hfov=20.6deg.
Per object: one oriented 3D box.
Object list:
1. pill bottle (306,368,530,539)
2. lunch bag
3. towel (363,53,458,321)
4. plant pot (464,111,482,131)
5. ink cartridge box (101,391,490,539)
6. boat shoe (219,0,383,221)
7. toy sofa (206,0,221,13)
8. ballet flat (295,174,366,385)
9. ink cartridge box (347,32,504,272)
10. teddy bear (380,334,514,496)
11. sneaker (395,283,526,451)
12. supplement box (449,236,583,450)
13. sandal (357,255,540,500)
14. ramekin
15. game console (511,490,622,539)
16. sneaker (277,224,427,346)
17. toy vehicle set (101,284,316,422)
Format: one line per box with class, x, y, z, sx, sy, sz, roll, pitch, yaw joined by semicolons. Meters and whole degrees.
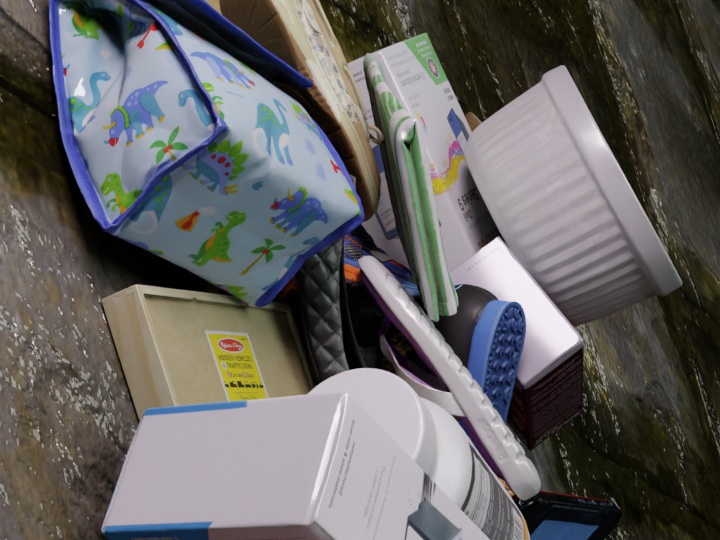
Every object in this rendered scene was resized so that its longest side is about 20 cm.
pill bottle;0.030;0.150;1.274;0.200;0.116;0.117;54;22;-51
lunch bag;-0.108;-0.101;1.265;0.170;0.127;0.200;32;22;-52
towel;0.034;-0.063;1.416;0.200;0.023;0.153;-107;-176;-71
plant pot;0.127;-0.045;1.770;0.200;0.027;0.201;156;-90;-87
ink cartridge box;-0.025;0.158;1.113;0.200;0.146;0.086;47;48;-42
boat shoe;-0.028;-0.128;1.382;0.063;0.073;0.201;-45;122;-39
toy sofa;-0.134;-0.212;1.384;0.200;0.097;0.083;26;69;-58
ballet flat;-0.011;0.033;1.336;0.066;0.056;0.201;-79;156;-80
ink cartridge box;0.043;-0.082;1.622;0.201;0.087;0.145;67;21;-4
teddy bear;0.090;0.134;1.531;0.201;0.066;0.145;68;20;4
sneaker;0.058;0.109;1.435;0.070;0.078;0.201;15;91;-56
supplement box;0.121;0.061;1.556;0.109;0.061;0.200;52;-6;20
sandal;0.049;0.078;1.353;0.203;0.050;0.082;54;2;12
ramekin;0.163;-0.052;1.570;0.201;0.105;0.200;60;7;-13
game console;0.137;0.264;1.448;0.119;0.173;0.200;45;12;26
sneaker;0.000;0.000;1.461;0.200;0.075;0.079;26;41;-60
toy vehicle set;-0.082;0.077;1.253;0.200;0.026;0.125;11;58;-64
